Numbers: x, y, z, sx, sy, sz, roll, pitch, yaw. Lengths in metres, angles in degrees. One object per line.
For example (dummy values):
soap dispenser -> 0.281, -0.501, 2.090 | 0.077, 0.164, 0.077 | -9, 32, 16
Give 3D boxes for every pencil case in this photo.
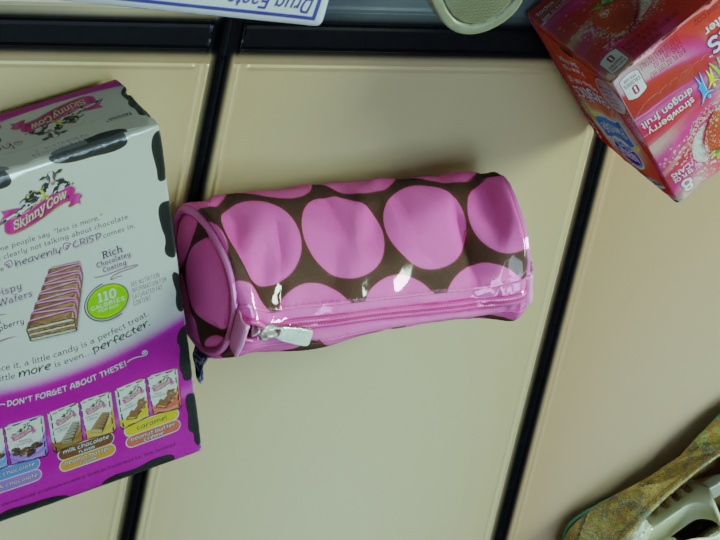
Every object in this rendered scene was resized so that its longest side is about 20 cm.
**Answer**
pencil case -> 0.000, 0.000, 1.574 | 0.199, 0.094, 0.091 | -10, 121, -26

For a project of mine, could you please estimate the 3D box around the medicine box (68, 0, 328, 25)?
medicine box -> -0.091, -0.228, 1.383 | 0.181, 0.103, 0.201 | 3, 115, -31

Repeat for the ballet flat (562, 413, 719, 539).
ballet flat -> 0.214, 0.135, 1.794 | 0.199, 0.071, 0.071 | -33, 128, -10

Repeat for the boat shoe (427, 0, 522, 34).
boat shoe -> 0.029, -0.215, 1.482 | 0.074, 0.068, 0.201 | -20, 126, -9

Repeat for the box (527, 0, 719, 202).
box -> 0.205, -0.147, 1.606 | 0.200, 0.095, 0.100 | -39, 129, -5

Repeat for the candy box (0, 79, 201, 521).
candy box -> -0.162, 0.018, 1.510 | 0.136, 0.061, 0.201 | -18, 125, -20
